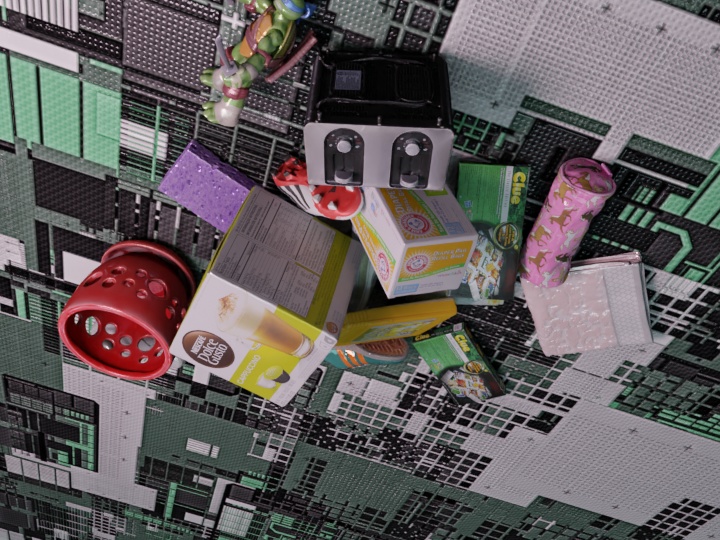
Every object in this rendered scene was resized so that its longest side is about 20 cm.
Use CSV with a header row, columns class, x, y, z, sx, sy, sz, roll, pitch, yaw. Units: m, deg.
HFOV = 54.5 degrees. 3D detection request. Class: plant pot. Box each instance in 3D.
class,x,y,z,sx,sy,sz,roll,pitch,yaw
plant pot,-0.396,0.064,1.224,0.198,0.183,0.201,6,134,6

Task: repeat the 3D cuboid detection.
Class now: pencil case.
class,x,y,z,sx,sy,sz,roll,pitch,yaw
pencil case,0.296,-0.066,1.017,0.082,0.087,0.201,26,137,13

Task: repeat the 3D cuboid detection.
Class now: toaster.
class,x,y,z,sx,sy,sz,roll,pitch,yaw
toaster,0.020,-0.196,0.891,0.179,0.201,0.119,3,137,-1

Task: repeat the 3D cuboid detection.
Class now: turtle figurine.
class,x,y,z,sx,sy,sz,roll,pitch,yaw
turtle figurine,-0.168,-0.286,0.871,0.144,0.199,0.194,53,135,9

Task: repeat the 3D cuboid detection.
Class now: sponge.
class,x,y,z,sx,sy,sz,roll,pitch,yaw
sponge,-0.213,-0.113,1.122,0.199,0.030,0.111,34,132,-20

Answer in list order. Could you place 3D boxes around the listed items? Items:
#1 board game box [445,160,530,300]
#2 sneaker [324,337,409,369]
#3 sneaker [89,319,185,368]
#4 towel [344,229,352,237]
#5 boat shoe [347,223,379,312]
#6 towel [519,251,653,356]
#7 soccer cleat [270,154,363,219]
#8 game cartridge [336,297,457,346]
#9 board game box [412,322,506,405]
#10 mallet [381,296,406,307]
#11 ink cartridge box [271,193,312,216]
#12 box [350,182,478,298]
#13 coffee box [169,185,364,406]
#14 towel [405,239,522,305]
class,x,y,z,sx,sy,sz,roll,pitch,yaw
board game box,0.185,-0.056,1.024,0.104,0.023,0.202,5,106,2
sneaker,-0.006,0.146,1.301,0.198,0.072,0.080,9,138,12
sneaker,-0.445,0.157,1.382,0.199,0.100,0.078,28,133,-14
towel,0.049,-0.055,1.128,0.199,0.018,0.086,-26,124,31
boat shoe,0.000,0.000,1.133,0.064,0.075,0.203,22,133,7
towel,0.378,0.063,1.159,0.189,0.032,0.201,-10,129,21
soccer cleat,-0.054,-0.110,1.013,0.199,0.069,0.085,28,164,45
game cartridge,0.036,0.091,1.156,0.198,0.033,0.176,-8,166,-20
board game box,0.187,0.179,1.306,0.104,0.024,0.200,-16,129,27
mallet,0.078,0.032,1.085,0.041,0.066,0.200,18,140,-16
ink cartridge box,-0.153,-0.037,1.136,0.099,0.039,0.201,21,133,-9
box,0.062,-0.073,0.961,0.112,0.201,0.102,-8,139,-21
coffee box,-0.137,0.040,1.036,0.197,0.201,0.200,28,133,-11
towel,0.145,-0.010,1.112,0.198,0.048,0.172,4,138,3
